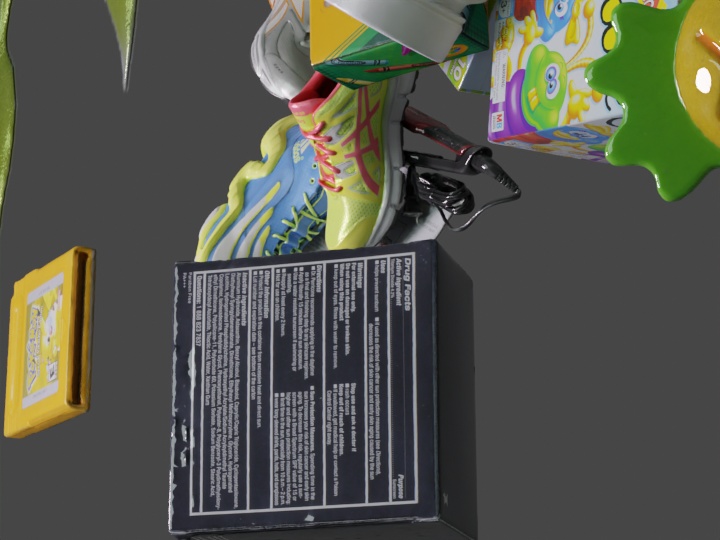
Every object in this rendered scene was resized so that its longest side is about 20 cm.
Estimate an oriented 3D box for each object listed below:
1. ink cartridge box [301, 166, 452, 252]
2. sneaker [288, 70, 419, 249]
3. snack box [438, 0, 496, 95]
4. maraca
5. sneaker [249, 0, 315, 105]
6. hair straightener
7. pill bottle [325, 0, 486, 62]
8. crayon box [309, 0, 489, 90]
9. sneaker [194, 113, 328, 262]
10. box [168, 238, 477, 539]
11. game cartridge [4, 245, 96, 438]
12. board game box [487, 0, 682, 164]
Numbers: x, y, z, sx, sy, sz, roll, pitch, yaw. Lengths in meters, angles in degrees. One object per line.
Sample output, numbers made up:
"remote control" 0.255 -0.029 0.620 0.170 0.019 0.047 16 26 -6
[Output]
"ink cartridge box" 0.000 0.000 1.696 0.174 0.043 0.200 -54 30 -1
"sneaker" -0.016 -0.106 1.619 0.078 0.090 0.201 -151 64 -61
"snack box" 0.102 -0.246 1.557 0.142 0.053 0.201 58 133 49
"maraca" 0.225 -0.113 1.182 0.107 0.199 0.138 21 -126 -76
"sneaker" -0.035 -0.213 1.758 0.092 0.075 0.201 -44 31 36
"hair straightener" 0.060 -0.071 1.615 0.200 0.041 0.077 30 111 55
"pill bottle" 0.059 -0.245 1.391 0.201 0.114 0.114 -62 32 7
"crayon box" 0.025 -0.242 1.536 0.118 0.058 0.201 -14 68 33
"sneaker" -0.062 -0.048 1.715 0.105 0.076 0.201 -11 50 49
"box" -0.023 0.095 1.531 0.197 0.123 0.201 -5 74 17
"game cartridge" -0.337 0.080 2.310 0.200 0.032 0.177 -23 63 57
"board game box" 0.176 -0.132 1.334 0.200 0.104 0.104 -8 77 62
